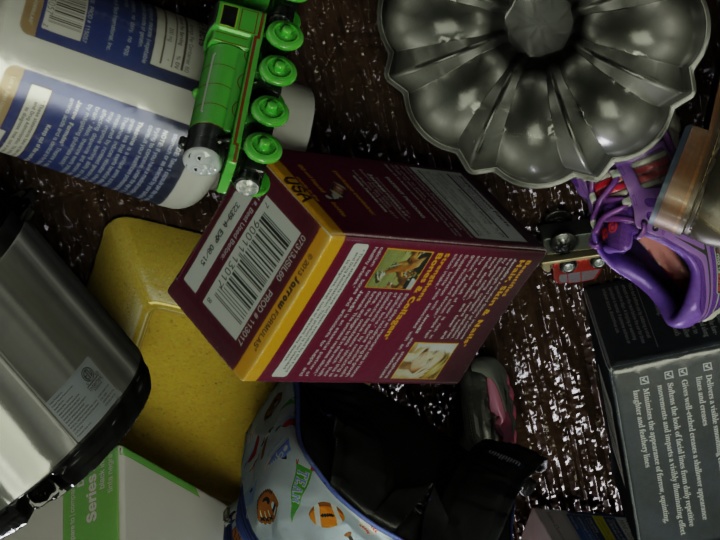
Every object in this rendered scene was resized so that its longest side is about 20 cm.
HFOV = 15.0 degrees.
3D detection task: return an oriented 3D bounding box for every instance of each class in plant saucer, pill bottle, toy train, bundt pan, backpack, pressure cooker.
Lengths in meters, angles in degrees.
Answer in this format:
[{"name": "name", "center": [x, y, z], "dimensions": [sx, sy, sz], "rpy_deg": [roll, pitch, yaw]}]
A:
[{"name": "plant saucer", "center": [-0.091, 0.080, 1.755], "dimensions": [0.199, 0.048, 0.200], "rpy_deg": [13, 116, -14]}, {"name": "pill bottle", "center": [-0.134, -0.102, 1.610], "dimensions": [0.200, 0.111, 0.111], "rpy_deg": [19, 116, -16]}, {"name": "toy train", "center": [-0.064, -0.123, 1.563], "dimensions": [0.056, 0.200, 0.042], "rpy_deg": [16, 139, -7]}, {"name": "bundt pan", "center": [0.103, -0.143, 1.590], "dimensions": [0.201, 0.076, 0.202], "rpy_deg": [1, 98, 8]}, {"name": "backpack", "center": [0.003, 0.154, 1.652], "dimensions": [0.200, 0.191, 0.154], "rpy_deg": [27, 102, -8]}, {"name": "toy train", "center": [0.138, -0.015, 1.738], "dimensions": [0.199, 0.034, 0.046], "rpy_deg": [-9, 131, -2]}, {"name": "pressure cooker", "center": [-0.244, 0.043, 1.638], "dimensions": [0.178, 0.176, 0.200], "rpy_deg": [-35, 107, 15]}]

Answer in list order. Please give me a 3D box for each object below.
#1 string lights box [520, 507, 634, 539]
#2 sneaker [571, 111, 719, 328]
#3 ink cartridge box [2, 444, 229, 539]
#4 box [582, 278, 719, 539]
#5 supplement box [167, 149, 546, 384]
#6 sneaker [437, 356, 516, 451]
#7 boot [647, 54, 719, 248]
[{"name": "string lights box", "center": [0.210, 0.216, 1.817], "dimensions": [0.199, 0.103, 0.059], "rpy_deg": [6, 118, -23]}, {"name": "sneaker", "center": [0.161, -0.053, 1.658], "dimensions": [0.200, 0.083, 0.081], "rpy_deg": [51, 136, -4]}, {"name": "ink cartridge box", "center": [-0.184, 0.200, 1.728], "dimensions": [0.200, 0.084, 0.145], "rpy_deg": [-22, 144, 28]}, {"name": "box", "center": [0.257, 0.077, 1.760], "dimensions": [0.199, 0.107, 0.149], "rpy_deg": [-11, 120, 1]}, {"name": "supplement box", "center": [0.000, 0.000, 1.625], "dimensions": [0.200, 0.086, 0.110], "rpy_deg": [4, 127, -49]}, {"name": "sneaker", "center": [0.055, 0.146, 1.802], "dimensions": [0.095, 0.079, 0.200], "rpy_deg": [5, 118, 3]}, {"name": "boot", "center": [0.252, -0.096, 1.630], "dimensions": [0.097, 0.075, 0.200], "rpy_deg": [24, 76, 7]}]
